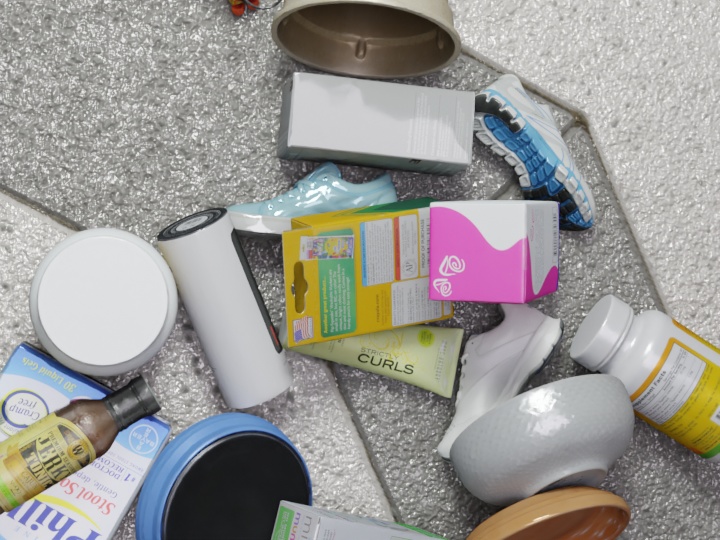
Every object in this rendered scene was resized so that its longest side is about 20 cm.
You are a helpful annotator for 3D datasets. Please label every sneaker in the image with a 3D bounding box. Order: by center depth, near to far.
[{"bbox_3d":[-0.056,-0.075,1.634,0.199,0.074,0.082,-1,87,-20],"label":"sneaker"},{"bbox_3d":[0.140,0.121,1.664,0.087,0.075,0.200,33,80,11],"label":"sneaker"},{"bbox_3d":[0.204,-0.134,1.678,0.200,0.075,0.087,53,48,-16],"label":"sneaker"}]

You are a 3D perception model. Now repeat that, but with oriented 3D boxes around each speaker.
[{"bbox_3d":[-0.140,0.041,1.583,0.081,0.081,0.201,-23,106,-9],"label":"speaker"}]

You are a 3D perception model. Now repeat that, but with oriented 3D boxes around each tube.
[{"bbox_3d":[0.013,0.079,1.648,0.199,0.052,0.058,14,124,-12],"label":"tube"}]

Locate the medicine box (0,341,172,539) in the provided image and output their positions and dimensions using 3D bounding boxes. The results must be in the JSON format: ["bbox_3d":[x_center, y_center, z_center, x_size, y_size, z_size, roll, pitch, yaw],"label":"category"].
[{"bbox_3d":[-0.319,0.202,1.562,0.182,0.103,0.200,30,83,-7],"label":"medicine box"}]

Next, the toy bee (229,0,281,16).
[{"bbox_3d":[-0.143,-0.327,1.624,0.130,0.109,0.201,-3,63,-1],"label":"toy bee"}]

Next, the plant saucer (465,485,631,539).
[{"bbox_3d":[0.188,0.280,1.605,0.200,0.200,0.038,-17,60,-9],"label":"plant saucer"}]

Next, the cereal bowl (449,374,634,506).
[{"bbox_3d":[0.199,0.192,1.590,0.199,0.200,0.084,-17,65,-9],"label":"cereal bowl"}]

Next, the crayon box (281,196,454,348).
[{"bbox_3d":[0.000,0.000,1.591,0.199,0.052,0.126,-10,106,-27],"label":"crayon box"}]

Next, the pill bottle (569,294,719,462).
[{"bbox_3d":[0.333,0.113,1.664,0.200,0.111,0.111,32,83,-6],"label":"pill bottle"}]

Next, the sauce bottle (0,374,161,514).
[{"bbox_3d":[-0.290,0.168,1.484,0.200,0.065,0.065,-32,93,-8],"label":"sauce bottle"}]

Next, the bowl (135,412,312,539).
[{"bbox_3d":[-0.136,0.249,1.573,0.200,0.039,0.201,-9,106,-35],"label":"bowl"}]

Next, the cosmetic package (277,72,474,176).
[{"bbox_3d":[0.015,-0.155,1.628,0.199,0.107,0.091,3,87,-7],"label":"cosmetic package"}]

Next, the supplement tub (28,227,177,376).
[{"bbox_3d":[-0.258,0.032,1.529,0.145,0.200,0.146,0,87,-9],"label":"supplement tub"}]

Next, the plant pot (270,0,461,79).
[{"bbox_3d":[0.014,-0.324,1.606,0.200,0.200,0.184,8,75,-8],"label":"plant pot"}]

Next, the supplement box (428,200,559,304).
[{"bbox_3d":[0.142,-0.022,1.581,0.103,0.200,0.102,2,93,15],"label":"supplement box"}]

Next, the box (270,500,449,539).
[{"bbox_3d":[-0.013,0.357,1.579,0.176,0.097,0.201,15,86,-29],"label":"box"}]
